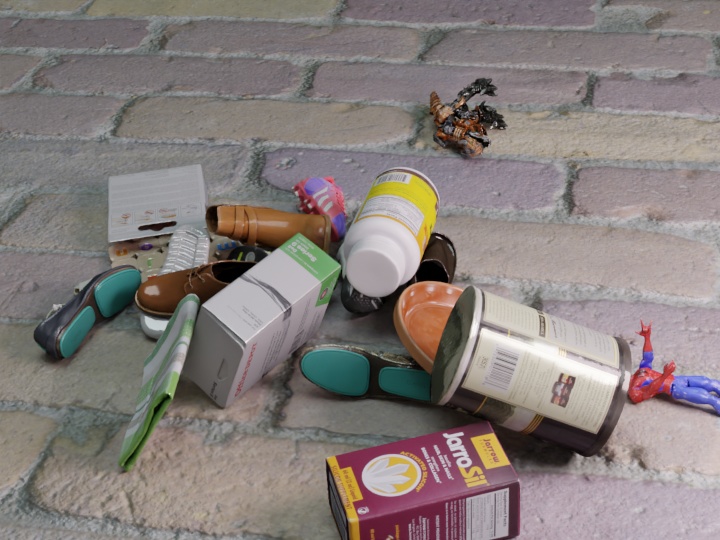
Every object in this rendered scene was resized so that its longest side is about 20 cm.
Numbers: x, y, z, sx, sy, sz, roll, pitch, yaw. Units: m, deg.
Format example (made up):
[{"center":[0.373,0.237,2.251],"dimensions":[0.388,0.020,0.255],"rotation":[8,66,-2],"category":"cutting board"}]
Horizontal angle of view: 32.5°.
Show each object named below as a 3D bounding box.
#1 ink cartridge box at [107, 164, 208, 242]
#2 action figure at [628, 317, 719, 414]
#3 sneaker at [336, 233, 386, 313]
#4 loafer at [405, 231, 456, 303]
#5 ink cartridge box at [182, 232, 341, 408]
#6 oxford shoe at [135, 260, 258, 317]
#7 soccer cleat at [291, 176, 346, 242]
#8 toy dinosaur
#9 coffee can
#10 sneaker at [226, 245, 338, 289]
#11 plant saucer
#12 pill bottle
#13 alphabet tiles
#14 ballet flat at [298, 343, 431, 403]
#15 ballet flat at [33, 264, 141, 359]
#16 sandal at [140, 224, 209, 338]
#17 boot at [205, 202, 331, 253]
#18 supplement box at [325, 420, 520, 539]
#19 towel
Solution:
[{"center":[-0.324,-0.095,1.985],"dimensions":[0.160,0.051,0.201],"rotation":[-9,37,-5],"category":"ink cartridge box"},{"center":[0.406,0.125,1.534],"dimensions":[0.197,0.100,0.065],"rotation":[6,33,19],"category":"action figure"},{"center":[0.000,0.000,1.799],"dimensions":[0.079,0.074,0.201],"rotation":[-14,28,24],"category":"sneaker"},{"center":[0.104,0.009,1.741],"dimensions":[0.072,0.072,0.201],"rotation":[25,41,-7],"category":"loafer"},{"center":[-0.129,0.064,1.619],"dimensions":[0.084,0.147,0.200],"rotation":[38,47,15],"category":"ink cartridge box"},{"center":[-0.223,0.015,1.721],"dimensions":[0.197,0.072,0.072],"rotation":[-9,60,4],"category":"oxford shoe"},{"center":[-0.050,-0.103,1.927],"dimensions":[0.076,0.067,0.200],"rotation":[-23,25,-10],"category":"soccer cleat"},{"center":[0.175,-0.271,2.151],"dimensions":[0.135,0.103,0.201],"rotation":[-30,61,-8],"category":"toy dinosaur"},{"center":[0.198,0.118,1.457],"dimensions":[0.198,0.147,0.147],"rotation":[20,34,-7],"category":"coffee can"},{"center":[-0.120,0.011,1.794],"dimensions":[0.198,0.076,0.076],"rotation":[10,-10,40],"category":"sneaker"},{"center":[0.131,0.093,1.601],"dimensions":[0.198,0.032,0.201],"rotation":[21,34,-15],"category":"plant saucer"},{"center":[0.041,-0.051,1.713],"dimensions":[0.108,0.110,0.201],"rotation":[6,35,15],"category":"pill bottle"},{"center":[-0.288,-0.030,1.908],"dimensions":[0.197,0.015,0.196],"rotation":[-12,32,-12],"category":"alphabet tiles"},{"center":[0.021,0.131,1.605],"dimensions":[0.197,0.069,0.075],"rotation":[8,14,8],"category":"ballet flat"},{"center":[-0.394,0.050,1.757],"dimensions":[0.072,0.074,0.200],"rotation":[13,40,24],"category":"ballet flat"},{"center":[-0.259,0.023,1.793],"dimensions":[0.081,0.050,0.204],"rotation":[11,53,8],"category":"sandal"},{"center":[-0.136,-0.059,1.813],"dimensions":[0.153,0.075,0.199],"rotation":[10,-2,-25],"category":"boot"},{"center":[0.070,0.253,1.386],"dimensions":[0.197,0.087,0.111],"rotation":[-12,34,-11],"category":"supplement box"},{"center":[-0.255,0.136,1.552],"dimensions":[0.030,0.150,0.201],"rotation":[24,32,-12],"category":"towel"}]
